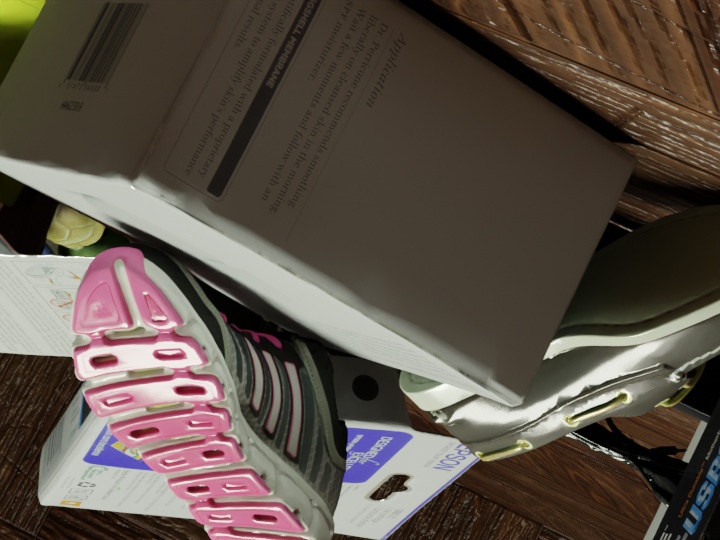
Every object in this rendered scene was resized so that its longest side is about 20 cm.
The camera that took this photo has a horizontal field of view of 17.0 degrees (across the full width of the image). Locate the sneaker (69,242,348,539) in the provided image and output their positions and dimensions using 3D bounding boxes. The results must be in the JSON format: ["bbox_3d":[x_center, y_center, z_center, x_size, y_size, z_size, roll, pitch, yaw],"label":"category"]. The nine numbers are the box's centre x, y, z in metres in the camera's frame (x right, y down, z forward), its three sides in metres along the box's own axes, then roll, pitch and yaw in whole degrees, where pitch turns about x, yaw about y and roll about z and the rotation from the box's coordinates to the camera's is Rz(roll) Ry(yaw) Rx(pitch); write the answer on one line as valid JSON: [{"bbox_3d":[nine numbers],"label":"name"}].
[{"bbox_3d":[-0.062,0.049,1.084,0.073,0.088,0.200,-8,133,30],"label":"sneaker"}]

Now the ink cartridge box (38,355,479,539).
[{"bbox_3d":[-0.053,0.090,1.249,0.199,0.044,0.198,8,158,-15],"label":"ink cartridge box"}]

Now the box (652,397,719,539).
[{"bbox_3d":[0.231,0.133,1.067,0.199,0.199,0.050,29,171,-17],"label":"box"}]

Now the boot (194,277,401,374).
[{"bbox_3d":[0.000,0.000,1.215,0.150,0.073,0.200,-22,139,21],"label":"boot"}]

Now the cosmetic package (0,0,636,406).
[{"bbox_3d":[-0.028,-0.050,1.025,0.200,0.123,0.199,32,172,-28],"label":"cosmetic package"}]

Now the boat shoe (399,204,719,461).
[{"bbox_3d":[0.111,0.030,1.029,0.201,0.072,0.061,-21,121,37],"label":"boat shoe"}]

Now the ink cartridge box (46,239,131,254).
[{"bbox_3d":[-0.094,0.005,1.379,0.129,0.125,0.200,54,171,-35],"label":"ink cartridge box"}]

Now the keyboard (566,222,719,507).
[{"bbox_3d":[0.125,0.042,1.121,0.199,0.127,0.021,26,148,16],"label":"keyboard"}]

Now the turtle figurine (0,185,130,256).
[{"bbox_3d":[-0.132,-0.101,1.245,0.144,0.199,0.194,61,177,48],"label":"turtle figurine"}]

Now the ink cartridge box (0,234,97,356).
[{"bbox_3d":[-0.170,-0.004,1.140,0.199,0.050,0.162,0,162,9],"label":"ink cartridge box"}]

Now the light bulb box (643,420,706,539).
[{"bbox_3d":[0.259,0.182,1.301,0.198,0.201,0.125,31,172,-29],"label":"light bulb box"}]

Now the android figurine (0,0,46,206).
[{"bbox_3d":[-0.191,-0.105,1.123,0.199,0.182,0.041,27,-148,-20],"label":"android figurine"}]
